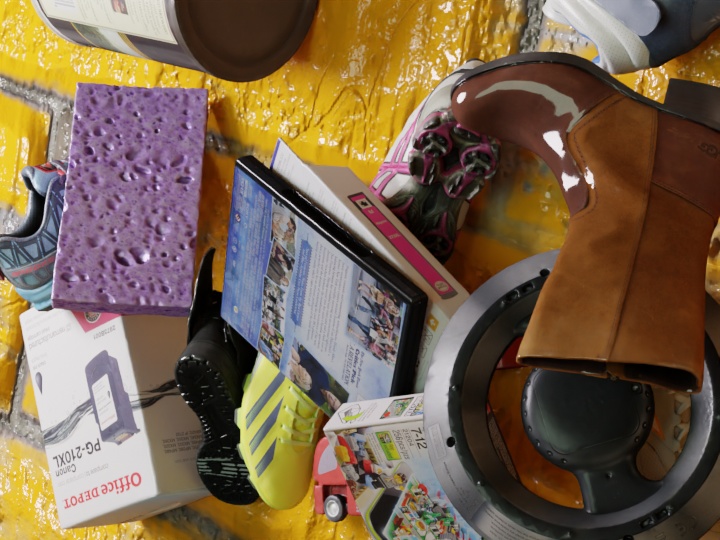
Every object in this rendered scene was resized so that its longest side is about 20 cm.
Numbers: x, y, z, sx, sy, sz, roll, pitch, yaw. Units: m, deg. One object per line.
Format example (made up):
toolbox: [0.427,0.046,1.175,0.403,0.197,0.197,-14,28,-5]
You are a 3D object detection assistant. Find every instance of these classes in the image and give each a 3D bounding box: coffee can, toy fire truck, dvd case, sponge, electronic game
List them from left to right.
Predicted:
sponge: [-0.186,-0.061,1.190,0.030,0.111,0.200,107,166,-67]
coffee can: [-0.153,-0.238,1.162,0.200,0.146,0.146,19,104,42]
dvd case: [-0.032,0.025,1.022,0.200,0.018,0.143,39,134,37]
toy fire truck: [0.042,0.111,1.054,0.200,0.049,0.141,-7,86,44]
electronic game: [0.136,0.082,0.873,0.200,0.042,0.200,-3,74,12]

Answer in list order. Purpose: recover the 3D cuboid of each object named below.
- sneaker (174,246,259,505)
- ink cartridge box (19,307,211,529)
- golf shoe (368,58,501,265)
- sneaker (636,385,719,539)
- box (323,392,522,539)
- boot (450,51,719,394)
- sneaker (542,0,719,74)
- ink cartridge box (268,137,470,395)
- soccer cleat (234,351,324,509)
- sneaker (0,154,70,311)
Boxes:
sneaker: [-0.103,0.088,1.179,0.060,0.104,0.200,1,128,16]
ink cartridge box: [-0.206,0.111,1.262,0.145,0.084,0.200,-25,74,41]
golf shoe: [0.049,-0.062,1.043,0.200,0.073,0.092,-55,13,43]
sneaker: [0.183,0.081,0.908,0.092,0.076,0.200,-40,66,31]
box: [0.063,0.174,0.973,0.110,0.035,0.200,-11,112,33]
boot: [0.125,-0.027,0.873,0.188,0.068,0.200,14,64,9]
sneaker: [0.159,-0.223,0.916,0.146,0.081,0.200,-29,77,35]
ink cartridge box: [0.000,0.000,1.012,0.200,0.037,0.095,46,137,27]
soccer cleat: [-0.045,0.085,1.116,0.084,0.065,0.200,2,86,41]
sneaker: [-0.236,-0.067,1.229,0.079,0.096,0.200,-1,51,58]
